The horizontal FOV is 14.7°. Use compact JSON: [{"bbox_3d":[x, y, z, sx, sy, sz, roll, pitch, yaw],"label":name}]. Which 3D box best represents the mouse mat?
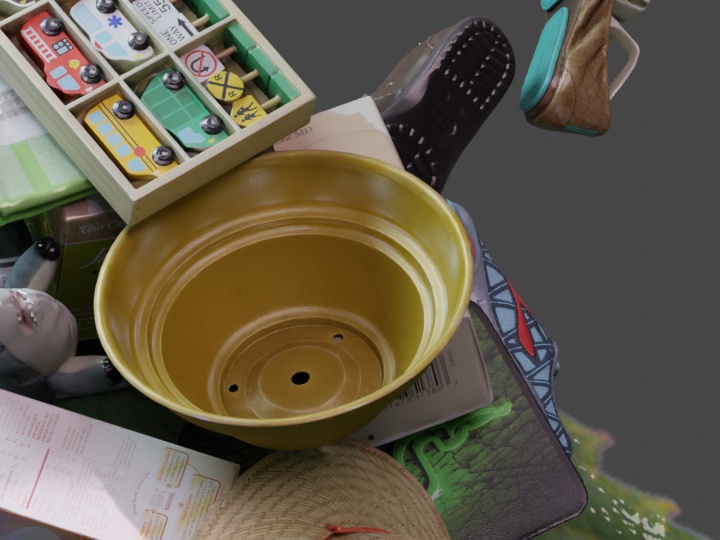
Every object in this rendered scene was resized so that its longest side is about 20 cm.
[{"bbox_3d":[0.011,0.114,1.595,0.199,0.008,0.161,-26,60,-7],"label":"mouse mat"}]

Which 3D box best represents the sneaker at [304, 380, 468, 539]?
[{"bbox_3d":[0.010,0.143,1.625,0.088,0.075,0.201,-21,58,-6],"label":"sneaker"}]

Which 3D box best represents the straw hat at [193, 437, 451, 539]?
[{"bbox_3d":[0.009,0.178,1.457,0.200,0.085,0.202,10,75,-38],"label":"straw hat"}]

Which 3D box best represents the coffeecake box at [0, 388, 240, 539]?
[{"bbox_3d":[-0.177,0.140,1.525,0.199,0.154,0.073,18,57,1],"label":"coffeecake box"}]

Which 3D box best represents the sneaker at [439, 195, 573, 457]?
[{"bbox_3d":[0.073,0.049,1.700,0.095,0.079,0.201,17,48,-41],"label":"sneaker"}]

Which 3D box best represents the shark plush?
[{"bbox_3d":[-0.214,0.052,1.545,0.083,0.200,0.091,-19,84,-36],"label":"shark plush"}]

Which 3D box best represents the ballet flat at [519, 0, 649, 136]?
[{"bbox_3d":[0.156,-0.169,1.868,0.072,0.068,0.201,25,52,-19],"label":"ballet flat"}]

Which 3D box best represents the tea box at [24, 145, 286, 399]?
[{"bbox_3d":[-0.141,-0.064,1.646,0.133,0.197,0.201,-9,58,-17],"label":"tea box"}]

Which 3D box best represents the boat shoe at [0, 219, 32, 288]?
[{"bbox_3d":[-0.247,-0.037,1.629,0.072,0.071,0.199,-9,17,-41],"label":"boat shoe"}]

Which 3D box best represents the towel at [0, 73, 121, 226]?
[{"bbox_3d":[-0.177,-0.128,1.546,0.149,0.031,0.200,-22,62,-19],"label":"towel"}]

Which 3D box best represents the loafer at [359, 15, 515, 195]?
[{"bbox_3d":[0.021,-0.077,1.780,0.200,0.071,0.073,-47,110,-24],"label":"loafer"}]

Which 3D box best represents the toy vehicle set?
[{"bbox_3d":[-0.134,-0.129,1.526,0.124,0.027,0.200,-32,69,-26],"label":"toy vehicle set"}]

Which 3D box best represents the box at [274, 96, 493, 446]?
[{"bbox_3d":[0.000,0.000,1.621,0.095,0.078,0.200,-21,45,-3],"label":"box"}]

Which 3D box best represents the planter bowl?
[{"bbox_3d":[-0.036,0.034,1.481,0.199,0.084,0.201,-4,45,4],"label":"planter bowl"}]
